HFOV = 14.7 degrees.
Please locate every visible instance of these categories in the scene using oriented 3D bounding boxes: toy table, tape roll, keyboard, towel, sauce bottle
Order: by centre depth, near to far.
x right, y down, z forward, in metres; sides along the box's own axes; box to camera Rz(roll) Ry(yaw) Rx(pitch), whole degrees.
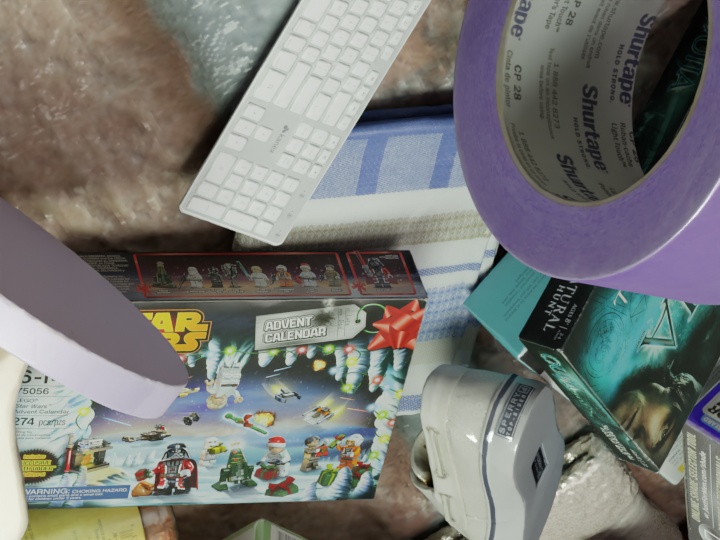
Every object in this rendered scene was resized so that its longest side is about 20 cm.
[{"bbox_3d":[-0.187,0.032,1.190,0.200,0.184,0.117,39,101,-9],"label":"toy table"},{"bbox_3d":[0.135,-0.088,1.228,0.085,0.200,0.200,10,126,-38],"label":"tape roll"},{"bbox_3d":[-0.013,-0.098,1.262,0.056,0.011,0.200,16,117,-33],"label":"keyboard"},{"bbox_3d":[0.000,0.000,1.377,0.147,0.024,0.200,-7,133,-22],"label":"towel"},{"bbox_3d":[-0.191,0.144,1.381,0.200,0.066,0.066,-13,137,-20],"label":"sauce bottle"},{"bbox_3d":[0.081,0.179,1.600,0.200,0.035,0.133,-34,140,5],"label":"towel"}]

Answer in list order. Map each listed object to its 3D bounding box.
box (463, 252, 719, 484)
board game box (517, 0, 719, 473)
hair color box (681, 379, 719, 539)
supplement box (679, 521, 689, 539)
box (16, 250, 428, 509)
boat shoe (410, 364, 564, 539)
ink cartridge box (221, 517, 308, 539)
[{"bbox_3d":[0.137,0.038,1.452,0.082,0.049,0.200,-48,142,2],"label":"box"},{"bbox_3d":[0.158,-0.017,1.370,0.200,0.028,0.135,-61,142,-15],"label":"board game box"},{"bbox_3d":[0.259,0.065,1.508,0.200,0.065,0.109,-41,144,-24],"label":"hair color box"},{"bbox_3d":[0.318,0.193,1.627,0.200,0.197,0.133,-41,139,15],"label":"supplement box"},{"bbox_3d":[-0.078,0.053,1.347,0.200,0.040,0.137,-1,130,-17],"label":"box"},{"bbox_3d":[0.062,0.102,1.457,0.200,0.070,0.071,74,39,-66],"label":"boat shoe"},{"bbox_3d":[-0.067,0.215,1.525,0.145,0.048,0.200,29,136,-34],"label":"ink cartridge box"}]
